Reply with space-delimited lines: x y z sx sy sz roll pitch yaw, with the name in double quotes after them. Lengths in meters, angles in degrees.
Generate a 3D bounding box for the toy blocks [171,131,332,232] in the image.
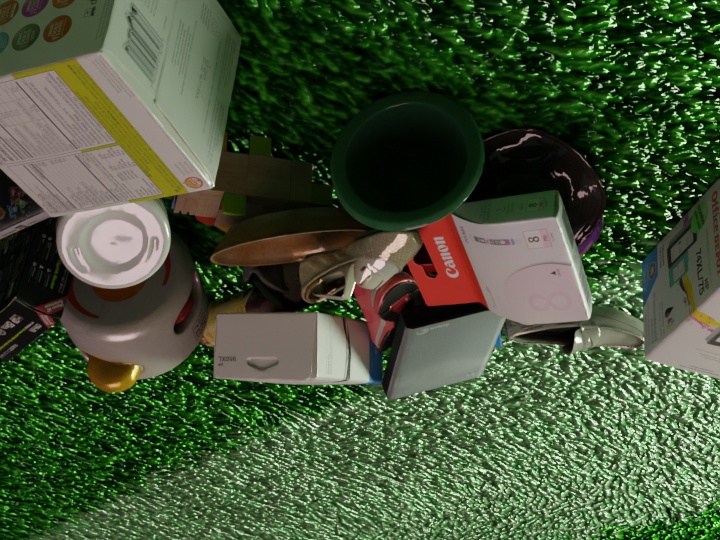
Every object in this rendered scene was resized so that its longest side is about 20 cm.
-0.144 -0.086 1.412 0.199 0.100 0.137 6 159 -12 "toy blocks"

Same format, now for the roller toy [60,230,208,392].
-0.290 0.042 1.532 0.182 0.200 0.140 -26 148 -10 "roller toy"

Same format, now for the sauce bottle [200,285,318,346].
-0.141 0.053 1.637 0.199 0.066 0.066 -19 139 31 "sauce bottle"

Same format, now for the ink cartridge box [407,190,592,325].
0.142 -0.005 1.321 0.199 0.057 0.163 -9 133 20 "ink cartridge box"

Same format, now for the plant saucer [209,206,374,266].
-0.076 -0.041 1.374 0.199 0.036 0.200 -8 173 -1 "plant saucer"

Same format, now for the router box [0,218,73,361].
-0.403 -0.006 1.464 0.062 0.201 0.150 29 141 -28 "router box"

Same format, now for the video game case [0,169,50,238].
-0.400 -0.132 1.289 0.181 0.201 0.023 -18 165 33 "video game case"

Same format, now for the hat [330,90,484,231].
0.066 -0.087 1.321 0.165 0.200 0.176 -25 147 3 "hat"

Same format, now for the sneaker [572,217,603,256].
0.238 -0.005 1.459 0.080 0.089 0.200 14 144 -8 "sneaker"

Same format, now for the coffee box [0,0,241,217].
-0.257 -0.199 1.150 0.197 0.200 0.200 -9 145 22 "coffee box"

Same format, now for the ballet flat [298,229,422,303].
0.000 0.000 1.356 0.067 0.063 0.200 18 158 -33 "ballet flat"

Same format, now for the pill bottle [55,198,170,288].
-0.277 -0.080 1.318 0.119 0.200 0.120 -7 123 -11 "pill bottle"

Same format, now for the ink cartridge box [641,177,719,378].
0.442 0.014 1.400 0.146 0.147 0.200 14 145 -10 "ink cartridge box"

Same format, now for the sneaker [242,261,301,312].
-0.054 0.006 1.501 0.199 0.116 0.075 4 147 5 "sneaker"

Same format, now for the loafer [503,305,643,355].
0.288 0.083 1.601 0.199 0.070 0.070 8 147 -3 "loafer"

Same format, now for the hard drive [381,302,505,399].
0.106 0.093 1.514 0.139 0.033 0.200 -13 151 -14 "hard drive"

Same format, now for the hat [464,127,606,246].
0.173 -0.060 1.346 0.200 0.081 0.201 8 129 11 "hat"

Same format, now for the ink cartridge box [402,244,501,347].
0.120 0.023 1.541 0.116 0.067 0.200 -1 146 10 "ink cartridge box"

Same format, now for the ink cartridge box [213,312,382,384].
-0.075 0.101 1.514 0.144 0.085 0.200 -2 173 24 "ink cartridge box"

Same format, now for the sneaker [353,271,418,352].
0.029 0.030 1.481 0.074 0.087 0.200 -34 158 -13 "sneaker"
